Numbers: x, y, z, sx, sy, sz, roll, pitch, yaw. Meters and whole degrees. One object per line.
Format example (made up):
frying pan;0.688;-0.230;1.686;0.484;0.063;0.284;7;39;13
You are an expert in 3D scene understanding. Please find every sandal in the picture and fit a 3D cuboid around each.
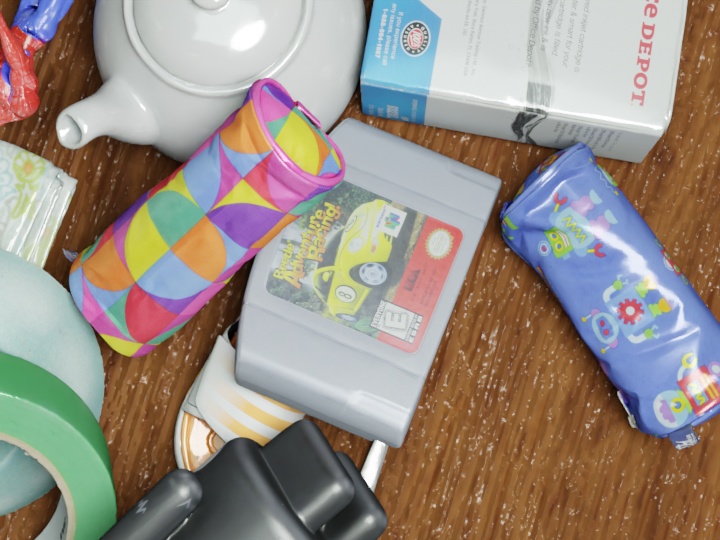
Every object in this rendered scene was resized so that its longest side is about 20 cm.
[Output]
sandal;-0.061;0.056;0.920;0.078;0.059;0.209;26;85;3

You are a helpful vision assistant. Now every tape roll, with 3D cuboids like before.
tape roll;-0.250;0.145;0.864;0.198;0.048;0.203;-7;119;-13

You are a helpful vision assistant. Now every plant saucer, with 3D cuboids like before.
plant saucer;-0.260;0.081;0.884;0.198;0.039;0.204;-5;113;-11

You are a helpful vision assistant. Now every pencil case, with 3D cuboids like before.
pencil case;-0.099;-0.030;0.874;0.199;0.088;0.089;-37;83;28
pencil case;0.168;0.017;0.913;0.087;0.078;0.201;-37;84;15

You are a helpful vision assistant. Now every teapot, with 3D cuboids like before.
teapot;-0.084;-0.165;0.904;0.194;0.146;0.203;2;83;1

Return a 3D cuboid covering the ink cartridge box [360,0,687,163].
ink cartridge box;0.108;-0.165;0.930;0.197;0.084;0.147;10;80;2

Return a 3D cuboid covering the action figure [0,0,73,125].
action figure;-0.229;-0.178;0.911;0.065;0.099;0.202;16;81;46

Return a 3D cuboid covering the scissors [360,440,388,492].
scissors;-0.015;0.179;0.928;0.072;0.014;0.203;5;85;4

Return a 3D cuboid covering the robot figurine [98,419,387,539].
robot figurine;-0.080;0.186;0.853;0.199;0.125;0.151;-40;93;1

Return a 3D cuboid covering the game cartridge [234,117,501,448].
game cartridge;0.000;0.000;0.908;0.132;0.041;0.202;20;64;6

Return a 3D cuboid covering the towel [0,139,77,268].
towel;-0.308;-0.021;0.942;0.198;0.048;0.173;21;82;3
